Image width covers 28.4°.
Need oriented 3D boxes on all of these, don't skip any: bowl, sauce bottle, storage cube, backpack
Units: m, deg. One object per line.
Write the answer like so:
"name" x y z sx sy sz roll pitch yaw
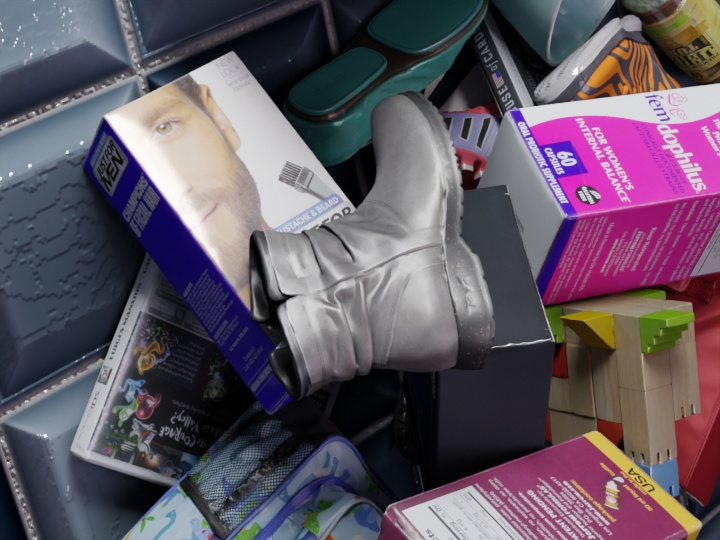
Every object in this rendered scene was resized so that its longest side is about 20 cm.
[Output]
"bowl" 0.148 -0.266 1.056 0.201 0.105 0.201 -52 164 -21
"sauce bottle" 0.307 -0.209 1.280 0.199 0.064 0.065 32 77 -41
"storage cube" 0.226 0.069 1.150 0.181 0.170 0.200 -67 158 -4
"backpack" -0.060 0.205 0.942 0.200 0.147 0.183 -41 131 -7

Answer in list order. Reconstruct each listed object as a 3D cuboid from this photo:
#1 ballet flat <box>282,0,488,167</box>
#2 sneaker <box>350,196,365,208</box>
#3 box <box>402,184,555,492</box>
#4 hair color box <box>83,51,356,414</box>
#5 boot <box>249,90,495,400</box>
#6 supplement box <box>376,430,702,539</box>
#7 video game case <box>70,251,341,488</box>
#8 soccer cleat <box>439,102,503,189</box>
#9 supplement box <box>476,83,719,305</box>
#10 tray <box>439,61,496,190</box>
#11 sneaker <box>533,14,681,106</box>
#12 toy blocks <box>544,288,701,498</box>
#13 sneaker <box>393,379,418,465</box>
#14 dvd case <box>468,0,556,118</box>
"ballet flat" 0.018 -0.140 1.028 0.200 0.067 0.071 -41 149 -30
"sneaker" 0.000 0.000 1.008 0.199 0.075 0.079 -24 119 -35
"box" 0.074 0.066 0.959 0.078 0.142 0.201 -8 136 -6
"hair color box" -0.068 -0.026 0.885 0.109 0.065 0.200 -33 79 -34
"boot" -0.005 -0.024 0.837 0.130 0.201 0.070 -5 143 -13
"supplement box" 0.099 0.199 0.889 0.199 0.103 0.132 -13 133 -40
"video game case" -0.089 0.068 0.990 0.199 0.023 0.183 28 79 -44
"soccer cleat" 0.086 -0.096 1.073 0.199 0.066 0.077 6 68 -41
"supplement box" 0.196 -0.056 1.006 0.198 0.102 0.104 -9 144 -22
"tray" 0.090 -0.086 1.129 0.200 0.022 0.108 -51 130 -23
"sneaker" 0.205 -0.127 1.069 0.112 0.077 0.200 52 32 2
"toy blocks" 0.167 0.088 1.001 0.099 0.199 0.138 -11 100 -31
"sneaker" 0.099 0.071 1.137 0.083 0.071 0.201 39 73 -44
"dvd case" 0.167 -0.134 1.123 0.199 0.025 0.151 10 51 -47
